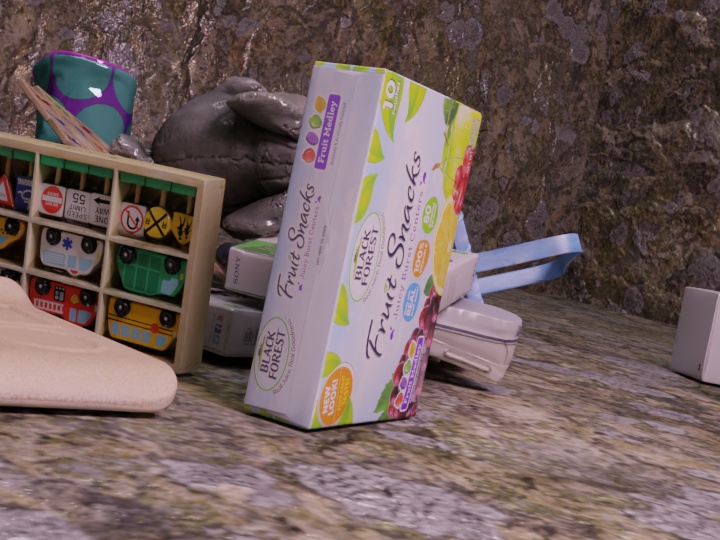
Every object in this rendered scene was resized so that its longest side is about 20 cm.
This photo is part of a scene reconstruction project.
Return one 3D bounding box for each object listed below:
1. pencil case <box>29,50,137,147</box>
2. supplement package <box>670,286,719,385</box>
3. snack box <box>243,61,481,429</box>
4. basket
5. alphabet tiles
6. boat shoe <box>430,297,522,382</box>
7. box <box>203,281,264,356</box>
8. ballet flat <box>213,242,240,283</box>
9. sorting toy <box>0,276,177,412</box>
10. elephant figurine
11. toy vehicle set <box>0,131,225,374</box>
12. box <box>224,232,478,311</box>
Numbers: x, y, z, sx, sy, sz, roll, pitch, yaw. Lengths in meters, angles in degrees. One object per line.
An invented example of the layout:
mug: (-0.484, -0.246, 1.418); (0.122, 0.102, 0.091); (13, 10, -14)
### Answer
pencil case: (-0.249, -0.078, 1.009); (0.091, 0.202, 0.085); (11, -1, 6)
supplement package: (0.530, 0.100, 1.578); (0.198, 0.119, 0.117); (11, 3, -8)
snack box: (0.005, -0.011, 0.719); (0.053, 0.202, 0.142); (13, 3, 29)
basket: (0.098, 0.008, 1.103); (0.198, 0.141, 0.176); (-16, -11, 1)
alphabet tiles: (-0.175, -0.066, 0.909); (0.166, 0.006, 0.200); (45, 1, 43)
boat shoe: (0.031, 0.048, 0.994); (0.198, 0.071, 0.071); (14, 11, -2)
box: (-0.124, 0.031, 0.937); (0.199, 0.037, 0.144); (15, 4, 38)
ballet flat: (-0.100, 0.024, 1.091); (0.072, 0.074, 0.200); (10, 9, -33)
sorting toy: (-0.220, 0.036, 0.625); (0.184, 0.037, 0.199); (9, 8, -42)
elephant figurine: (-0.062, -0.090, 0.936); (0.199, 0.155, 0.142); (11, -38, 50)
toy vehicle set: (-0.187, -0.017, 0.789); (0.198, 0.126, 0.026); (12, 10, 23)
box: (0.000, 0.000, 0.927); (0.143, 0.037, 0.200); (13, 11, 17)
